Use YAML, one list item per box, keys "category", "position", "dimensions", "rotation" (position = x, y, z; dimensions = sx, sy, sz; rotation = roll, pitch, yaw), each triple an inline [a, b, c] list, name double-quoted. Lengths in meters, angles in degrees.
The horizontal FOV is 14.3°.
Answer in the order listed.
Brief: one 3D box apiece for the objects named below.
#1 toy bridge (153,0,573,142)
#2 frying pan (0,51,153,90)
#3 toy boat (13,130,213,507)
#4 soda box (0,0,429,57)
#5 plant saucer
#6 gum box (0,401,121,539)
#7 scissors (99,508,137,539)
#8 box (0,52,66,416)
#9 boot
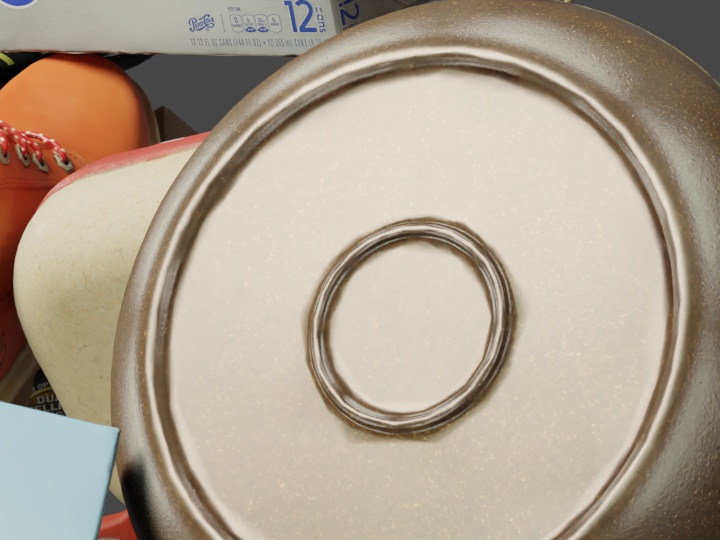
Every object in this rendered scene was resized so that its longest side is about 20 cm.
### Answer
- category: "toy bridge"
  position: [0.001, -0.063, 0.995]
  dimensions: [0.200, 0.027, 0.067]
  rotation: [-29, 45, 23]
- category: "frying pan"
  position: [-0.166, -0.050, 1.032]
  dimensions: [0.189, 0.031, 0.115]
  rotation: [-5, 43, -3]
- category: "toy boat"
  position: [0.000, 0.000, 0.895]
  dimensions: [0.200, 0.131, 0.131]
  rotation: [-11, 23, 36]
- category: "soda box"
  position: [-0.075, -0.116, 0.997]
  dimensions: [0.199, 0.068, 0.063]
  rotation: [3, 25, 36]
- category: "plant saucer"
  position: [0.017, 0.018, 0.746]
  dimensions: [0.200, 0.032, 0.201]
  rotation: [-8, 71, 23]
- category: "gum box"
  position: [-0.163, 0.116, 0.713]
  dimensions: [0.045, 0.169, 0.201]
  rotation: [112, 170, -62]
- category: "scissors"
  position: [-0.042, 0.053, 0.853]
  dimensions: [0.073, 0.014, 0.200]
  rotation: [38, 126, 21]
- category: "box"
  position: [-0.180, -0.007, 1.036]
  dimensions: [0.161, 0.049, 0.200]
  rotation: [-9, 43, -8]
- category: "boot"
  position: [-0.119, -0.027, 0.947]
  dimensions: [0.075, 0.107, 0.200]
  rotation: [11, 42, 14]
